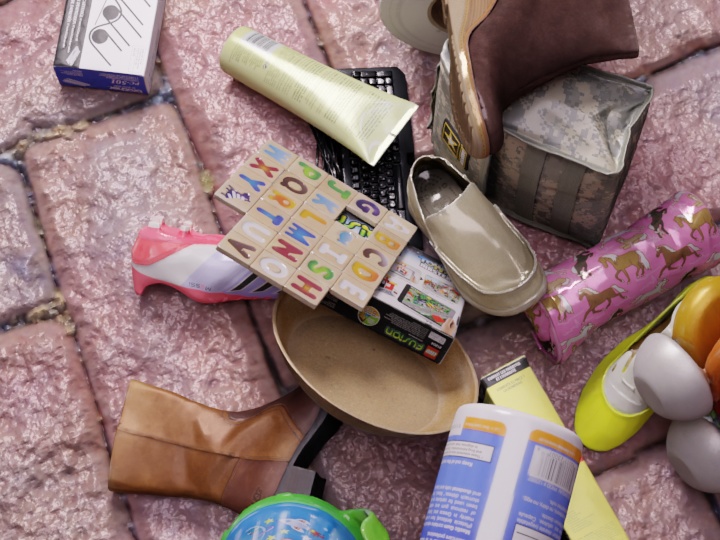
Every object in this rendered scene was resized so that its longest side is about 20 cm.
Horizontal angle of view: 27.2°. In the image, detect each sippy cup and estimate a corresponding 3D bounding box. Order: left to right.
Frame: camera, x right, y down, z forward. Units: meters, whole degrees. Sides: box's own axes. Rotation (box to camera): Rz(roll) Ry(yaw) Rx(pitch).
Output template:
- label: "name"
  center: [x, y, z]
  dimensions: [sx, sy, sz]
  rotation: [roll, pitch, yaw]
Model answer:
- label: "sippy cup"
  center: [-0.063, 0.272, 1.238]
  dimensions: [0.139, 0.130, 0.179]
  rotation: [19, 102, 1]

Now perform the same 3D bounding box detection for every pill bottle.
- label: "pill bottle"
  center: [0.106, 0.220, 1.218]
  dimensions: [0.111, 0.112, 0.201]
  rotation: [16, 76, 6]

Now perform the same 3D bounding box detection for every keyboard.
- label: "keyboard"
  center: [0.002, -0.109, 1.440]
  dimensions: [0.103, 0.040, 0.201]
  rotation: [-5, 70, -2]

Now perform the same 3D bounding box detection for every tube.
- label: "tube"
  center: [-0.046, -0.172, 1.440]
  dimensions: [0.199, 0.052, 0.058]
  rotation: [29, 113, 21]

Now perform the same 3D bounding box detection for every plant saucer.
- label: "plant saucer"
  center: [0.008, 0.082, 1.312]
  dimensions: [0.199, 0.036, 0.201]
  rotation: [20, 34, -14]

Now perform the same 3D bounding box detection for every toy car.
- label: "toy car"
  center: [0.349, 0.103, 1.280]
  dimensions: [0.175, 0.201, 0.150]
  rotation: [-35, 29, -13]

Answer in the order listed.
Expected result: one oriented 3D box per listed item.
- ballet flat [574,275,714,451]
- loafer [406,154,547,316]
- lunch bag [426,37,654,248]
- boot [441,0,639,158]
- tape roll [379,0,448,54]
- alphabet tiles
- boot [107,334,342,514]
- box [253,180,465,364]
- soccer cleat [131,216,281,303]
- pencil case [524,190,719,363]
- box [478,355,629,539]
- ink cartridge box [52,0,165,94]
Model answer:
- label: "ballet flat"
  center: [0.267, 0.078, 1.356]
  dimensions: [0.067, 0.067, 0.200]
  rotation: [42, 77, 15]
- label: "loafer"
  center: [0.095, -0.035, 1.355]
  dimensions: [0.076, 0.068, 0.200]
  rotation: [-38, 49, -5]
- label: "lunch bag"
  center: [0.152, -0.125, 1.376]
  dimensions: [0.199, 0.164, 0.118]
  rotation: [23, 68, 10]
- label: "boot"
  center: [0.158, -0.185, 1.273]
  dimensions: [0.165, 0.073, 0.201]
  rotation: [-2, 58, -1]
- label: "tape roll"
  center: [0.116, -0.309, 1.421]
  dimensions: [0.201, 0.203, 0.140]
  rotation: [-1, 70, 1]
- label: "alphabet tiles"
  center: [-0.048, -0.038, 1.328]
  dimensions: [0.167, 0.008, 0.200]
  rotation: [31, 32, 3]
- label: "boot"
  center: [-0.117, 0.131, 1.363]
  dimensions: [0.199, 0.069, 0.190]
  rotation: [11, 76, 15]
- label: "box"
  center: [0.000, 0.000, 1.353]
  dimensions: [0.199, 0.035, 0.110]
  rotation: [27, 32, -2]
- label: "soccer cleat"
  center: [-0.118, 0.002, 1.400]
  dimensions: [0.198, 0.067, 0.077]
  rotation: [11, 103, -1]
- label: "pencil case"
  center: [0.241, 0.004, 1.369]
  dimensions: [0.199, 0.086, 0.083]
  rotation: [-31, 110, -10]
- label: "box"
  center: [0.172, 0.180, 1.321]
  dimensions: [0.050, 0.075, 0.201]
  rotation: [-26, 72, -8]
- label: "ink cartridge box"
  center: [-0.245, -0.281, 1.501]
  dimensions: [0.093, 0.044, 0.201]
  rotation: [7, 71, 2]
